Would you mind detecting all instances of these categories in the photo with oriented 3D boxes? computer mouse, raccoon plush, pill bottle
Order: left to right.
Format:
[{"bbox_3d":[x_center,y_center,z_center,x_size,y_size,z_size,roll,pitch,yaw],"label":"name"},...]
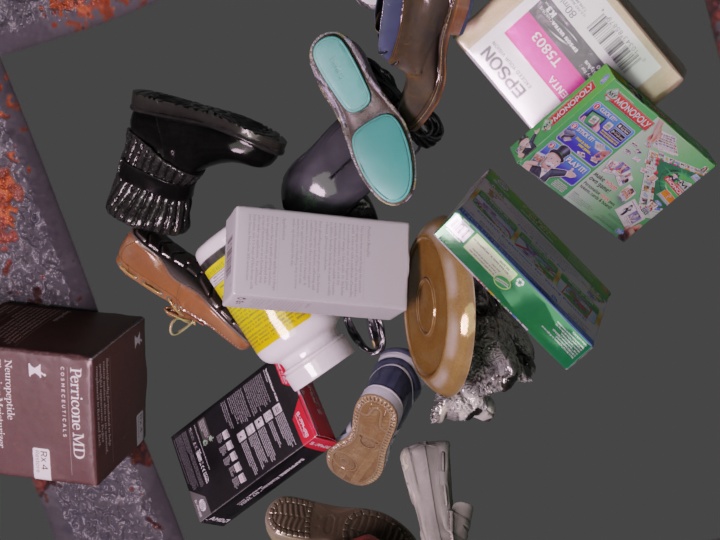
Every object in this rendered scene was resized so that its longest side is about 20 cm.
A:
[{"bbox_3d":[-0.095,0.034,1.715,0.112,0.112,0.201,-33,88,21],"label":"pill bottle"},{"bbox_3d":[-0.015,-0.131,1.663,0.138,0.053,0.200,41,97,-2],"label":"computer mouse"},{"bbox_3d":[0.000,0.000,1.726,0.058,0.034,0.202,-6,99,2],"label":"computer mouse"},{"bbox_3d":[0.113,0.080,1.704,0.133,0.097,0.202,-26,86,29],"label":"raccoon plush"}]

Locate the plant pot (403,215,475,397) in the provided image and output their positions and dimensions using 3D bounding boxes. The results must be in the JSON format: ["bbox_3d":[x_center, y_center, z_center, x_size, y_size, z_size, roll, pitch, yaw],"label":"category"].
[{"bbox_3d":[0.082,0.040,1.638,0.027,0.200,0.202,-1,108,-16],"label":"plant pot"}]

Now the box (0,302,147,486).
[{"bbox_3d":[-0.383,0.147,1.807,0.198,0.164,0.168,5,107,14],"label":"box"}]

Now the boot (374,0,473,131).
[{"bbox_3d":[0.047,-0.239,1.573,0.096,0.075,0.201,8,131,-14],"label":"boot"}]

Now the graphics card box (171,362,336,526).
[{"bbox_3d":[-0.131,0.205,1.785,0.199,0.051,0.126,-38,58,20],"label":"graphics card box"}]

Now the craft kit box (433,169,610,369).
[{"bbox_3d":[0.179,-0.007,1.593,0.200,0.198,0.049,46,114,0],"label":"craft kit box"}]

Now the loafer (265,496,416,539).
[{"bbox_3d":[-0.022,0.331,1.813,0.198,0.076,0.068,19,148,0],"label":"loafer"}]

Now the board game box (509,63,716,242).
[{"bbox_3d":[0.269,-0.120,1.560,0.134,0.029,0.199,-41,133,20],"label":"board game box"}]

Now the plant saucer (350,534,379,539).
[{"bbox_3d":[0.011,0.385,1.774,0.199,0.037,0.199,37,137,-26],"label":"plant saucer"}]

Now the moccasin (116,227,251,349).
[{"bbox_3d":[-0.210,0.030,1.777,0.200,0.074,0.078,34,120,1],"label":"moccasin"}]

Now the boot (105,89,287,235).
[{"bbox_3d":[-0.192,-0.112,1.726,0.209,0.079,0.160,18,103,21],"label":"boot"}]

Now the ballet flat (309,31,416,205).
[{"bbox_3d":[0.009,-0.167,1.610,0.072,0.072,0.202,-25,93,20],"label":"ballet flat"}]

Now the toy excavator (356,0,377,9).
[{"bbox_3d":[0.108,-0.351,1.581,0.198,0.100,0.196,18,112,-4],"label":"toy excavator"}]

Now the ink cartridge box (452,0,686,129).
[{"bbox_3d":[0.224,-0.233,1.582,0.165,0.075,0.200,-41,93,20],"label":"ink cartridge box"}]

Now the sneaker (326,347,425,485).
[{"bbox_3d":[0.023,0.171,1.762,0.070,0.109,0.201,28,141,3],"label":"sneaker"}]

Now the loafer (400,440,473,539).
[{"bbox_3d":[0.101,0.293,1.730,0.069,0.070,0.202,-16,67,1],"label":"loafer"}]

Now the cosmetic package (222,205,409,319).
[{"bbox_3d":[-0.049,-0.007,1.639,0.198,0.071,0.103,6,76,-14],"label":"cosmetic package"}]
